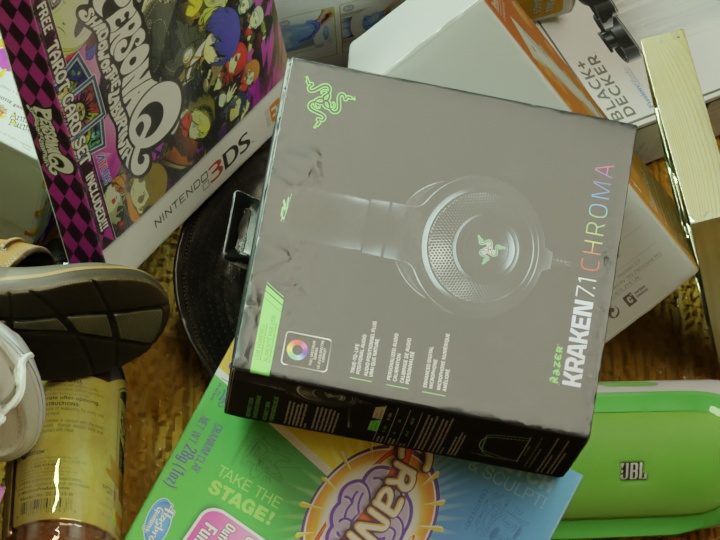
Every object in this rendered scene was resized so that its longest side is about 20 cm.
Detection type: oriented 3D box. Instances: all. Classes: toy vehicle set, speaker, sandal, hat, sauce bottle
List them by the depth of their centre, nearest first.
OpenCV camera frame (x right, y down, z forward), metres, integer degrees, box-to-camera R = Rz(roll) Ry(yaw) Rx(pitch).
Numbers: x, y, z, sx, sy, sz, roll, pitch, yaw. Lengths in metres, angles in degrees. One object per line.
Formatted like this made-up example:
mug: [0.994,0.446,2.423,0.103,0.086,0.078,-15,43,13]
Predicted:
sandal: [-0.194,0.016,1.480,0.199,0.082,0.055,-3,51,-19]
sauce bottle: [-0.155,0.075,1.539,0.066,0.066,0.201,11,57,-16]
hat: [0.000,0.000,1.612,0.199,0.081,0.202,7,74,-27]
speaker: [0.136,0.106,1.628,0.199,0.089,0.089,0,59,-23]
toy vehicle set: [0.201,-0.035,1.683,0.026,0.200,0.125,-14,60,5]

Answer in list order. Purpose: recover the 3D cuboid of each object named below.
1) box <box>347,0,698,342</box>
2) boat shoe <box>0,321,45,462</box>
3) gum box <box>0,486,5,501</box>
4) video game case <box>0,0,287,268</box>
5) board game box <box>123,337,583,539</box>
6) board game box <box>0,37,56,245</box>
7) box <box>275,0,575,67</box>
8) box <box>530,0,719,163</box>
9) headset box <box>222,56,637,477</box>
box: [0.090,-0.064,1.628,0.200,0.097,0.124,50,12,-15]
boat shoe: [-0.199,0.053,1.405,0.074,0.202,0.086,-19,51,-1]
gum box: [-0.269,0.176,1.424,0.113,0.066,0.201,25,52,-4]
video game case: [-0.112,-0.121,1.541,0.036,0.201,0.181,15,44,32]
board game box: [-0.004,0.129,1.531,0.199,0.040,0.154,28,81,3]
board game box: [-0.182,-0.118,1.625,0.104,0.103,0.200,27,53,4]
box: [0.022,-0.203,1.730,0.199,0.102,0.113,-13,63,-5]
box: [0.191,-0.138,1.824,0.199,0.060,0.117,-20,68,-31]
headset box: [0.028,-0.002,1.493,0.199,0.093,0.175,12,72,-1]
